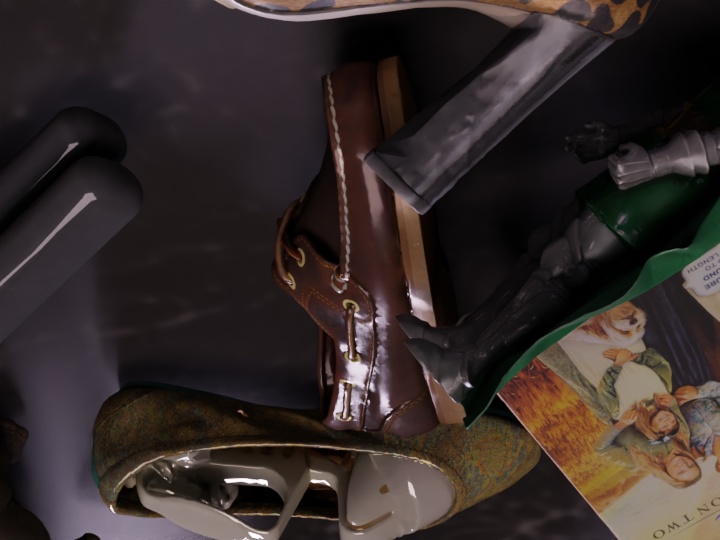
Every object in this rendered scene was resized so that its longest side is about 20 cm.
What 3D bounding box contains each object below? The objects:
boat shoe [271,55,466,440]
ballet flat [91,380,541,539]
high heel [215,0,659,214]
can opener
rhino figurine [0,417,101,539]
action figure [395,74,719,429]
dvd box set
[{"bbox_3d":[0.000,0.000,0.825,0.070,0.071,0.200,-4,137,6],"label":"boat shoe"},{"bbox_3d":[-0.021,0.092,0.934,0.199,0.071,0.071,5,138,1],"label":"ballet flat"},{"bbox_3d":[0.006,-0.135,0.707,0.143,0.071,0.200,-43,102,6],"label":"high heel"},{"bbox_3d":[-0.168,0.011,0.828,0.200,0.053,0.066,-37,144,22],"label":"can opener"},{"bbox_3d":[-0.182,0.105,0.952,0.060,0.088,0.200,-16,129,20],"label":"rhino figurine"},{"bbox_3d":[0.101,-0.028,0.750,0.200,0.118,0.055,-40,102,3],"label":"action figure"},{"bbox_3d":[0.149,0.051,0.864,0.146,0.029,0.200,-31,128,12],"label":"dvd box set"}]
